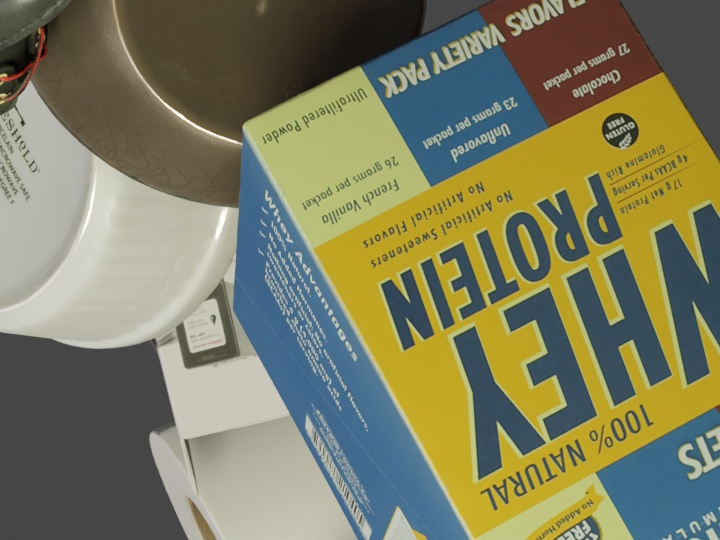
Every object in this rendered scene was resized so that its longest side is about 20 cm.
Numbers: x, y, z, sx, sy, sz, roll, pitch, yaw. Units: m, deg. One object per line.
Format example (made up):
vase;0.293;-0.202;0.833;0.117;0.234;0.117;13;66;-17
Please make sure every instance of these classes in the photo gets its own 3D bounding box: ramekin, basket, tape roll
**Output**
ramekin;-0.159;-0.058;1.082;0.201;0.094;0.204;2;93;37
basket;-0.050;-0.099;0.836;0.179;0.137;0.200;25;176;-9
tape roll;-0.027;0.158;1.342;0.203;0.139;0.203;58;166;23

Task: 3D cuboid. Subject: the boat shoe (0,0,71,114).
boat shoe;-0.144;-0.096;0.813;0.063;0.074;0.201;46;157;-18

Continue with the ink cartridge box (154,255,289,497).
ink cartridge box;-0.088;0.012;1.211;0.116;0.066;0.201;-111;9;-64

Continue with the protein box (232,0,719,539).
protein box;0.058;0.038;0.758;0.199;0.134;0.200;60;167;14
